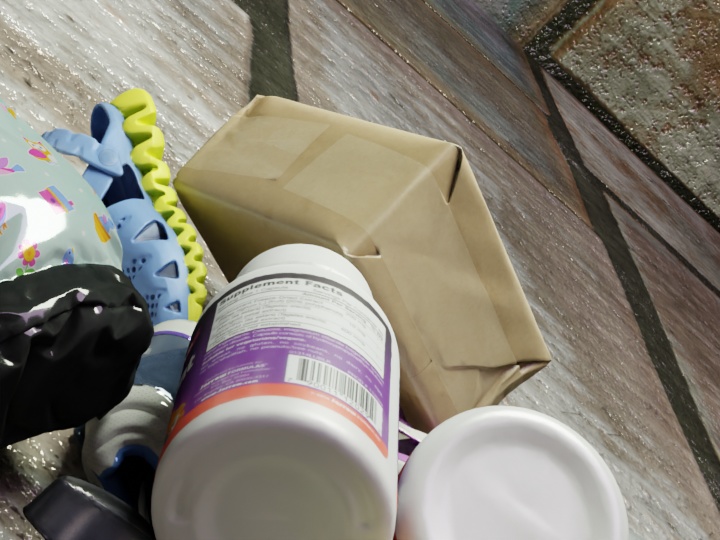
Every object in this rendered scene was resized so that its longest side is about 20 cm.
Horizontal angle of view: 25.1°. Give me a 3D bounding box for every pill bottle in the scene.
[{"bbox_3d":[0.053,0.159,0.831,0.114,0.200,0.117,6,61,-11],"label":"pill bottle"},{"bbox_3d":[-0.035,0.066,0.792,0.111,0.111,0.200,41,21,-16],"label":"pill bottle"}]

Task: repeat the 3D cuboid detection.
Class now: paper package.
[{"bbox_3d":[0.000,0.000,1.047,0.199,0.103,0.192,20,-34,49],"label":"paper package"}]

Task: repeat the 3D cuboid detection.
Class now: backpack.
[{"bbox_3d":[-0.204,-0.013,0.774,0.200,0.127,0.166,45,25,19],"label":"backpack"}]

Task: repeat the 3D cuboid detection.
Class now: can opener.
[{"bbox_3d":[-0.090,0.180,0.736,0.200,0.078,0.063,48,3,-26],"label":"can opener"}]

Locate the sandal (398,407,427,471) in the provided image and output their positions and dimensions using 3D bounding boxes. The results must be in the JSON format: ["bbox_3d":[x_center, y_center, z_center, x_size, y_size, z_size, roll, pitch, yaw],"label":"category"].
[{"bbox_3d":[0.005,0.101,0.992,0.201,0.050,0.082,20,-10,38],"label":"sandal"}]

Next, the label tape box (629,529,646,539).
[{"bbox_3d":[0.166,0.218,1.125,0.199,0.067,0.143,30,10,11],"label":"label tape box"}]

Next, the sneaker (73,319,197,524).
[{"bbox_3d":[-0.071,0.132,0.877,0.200,0.080,0.147,48,28,-16],"label":"sneaker"}]

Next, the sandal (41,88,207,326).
[{"bbox_3d":[-0.155,-0.025,1.031,0.086,0.080,0.201,-8,56,-25],"label":"sandal"}]
